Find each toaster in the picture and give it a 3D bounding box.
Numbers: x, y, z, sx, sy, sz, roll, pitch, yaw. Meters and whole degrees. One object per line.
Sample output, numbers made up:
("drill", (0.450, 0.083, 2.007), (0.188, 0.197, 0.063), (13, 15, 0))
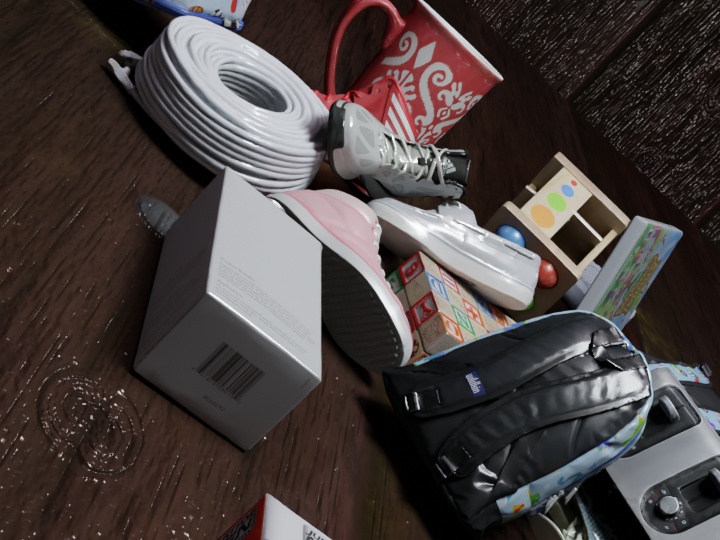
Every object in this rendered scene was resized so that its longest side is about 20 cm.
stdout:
("toaster", (0.285, 0.216, 1.134), (0.181, 0.118, 0.201), (61, -4, 39))

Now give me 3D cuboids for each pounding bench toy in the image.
("pounding bench toy", (0.203, -0.013, 1.538), (0.124, 0.200, 0.156), (45, 51, 5))

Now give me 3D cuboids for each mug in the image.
("mug", (0.033, -0.205, 1.419), (0.178, 0.200, 0.133), (45, 13, 8))

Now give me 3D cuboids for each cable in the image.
("cable", (-0.116, -0.157, 1.177), (0.200, 0.069, 0.199), (50, 29, 22))

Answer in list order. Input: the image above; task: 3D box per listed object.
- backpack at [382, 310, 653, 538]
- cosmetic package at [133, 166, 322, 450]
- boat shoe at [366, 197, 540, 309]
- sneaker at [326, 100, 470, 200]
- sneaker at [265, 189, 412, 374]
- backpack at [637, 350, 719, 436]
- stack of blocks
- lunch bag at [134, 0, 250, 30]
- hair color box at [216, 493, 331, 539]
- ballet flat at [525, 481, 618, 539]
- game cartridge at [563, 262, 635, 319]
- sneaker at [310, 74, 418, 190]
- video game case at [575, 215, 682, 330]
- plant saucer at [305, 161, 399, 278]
("backpack", (0.145, 0.117, 1.034), (0.164, 0.199, 0.154), (57, 1, 34))
("cosmetic package", (-0.090, 0.021, 0.908), (0.107, 0.085, 0.200), (39, 20, -19))
("boat shoe", (0.095, -0.031, 1.239), (0.199, 0.069, 0.072), (26, -17, -10))
("sneaker", (0.045, -0.117, 1.202), (0.200, 0.114, 0.076), (30, 63, -68))
("sneaker", (0.000, 0.000, 1.119), (0.104, 0.076, 0.200), (-16, 58, -48))
("backpack", (0.353, 0.187, 1.407), (0.199, 0.135, 0.183), (22, 30, -50))
("stack of blocks", (0.112, 0.081, 1.227), (0.200, 0.058, 0.116), (34, 26, -37))
("lunch bag", (-0.204, -0.307, 1.266), (0.199, 0.076, 0.160), (29, 13, 15))
("hair color box", (-0.037, 0.222, 0.654), (0.101, 0.061, 0.200), (39, 22, -17))
("ballet flat", (0.168, 0.198, 1.120), (0.074, 0.074, 0.200), (25, 25, -45))
("game cartridge", (0.339, 0.031, 1.840), (0.134, 0.041, 0.200), (51, 20, 24))
("sneaker", (-0.026, -0.178, 1.338), (0.199, 0.116, 0.078), (35, -1, -7))
("video game case", (0.332, 0.026, 1.591), (0.022, 0.201, 0.182), (36, 14, 25))
("plant saucer", (-0.025, -0.055, 1.264), (0.200, 0.037, 0.201), (40, 19, -17))
